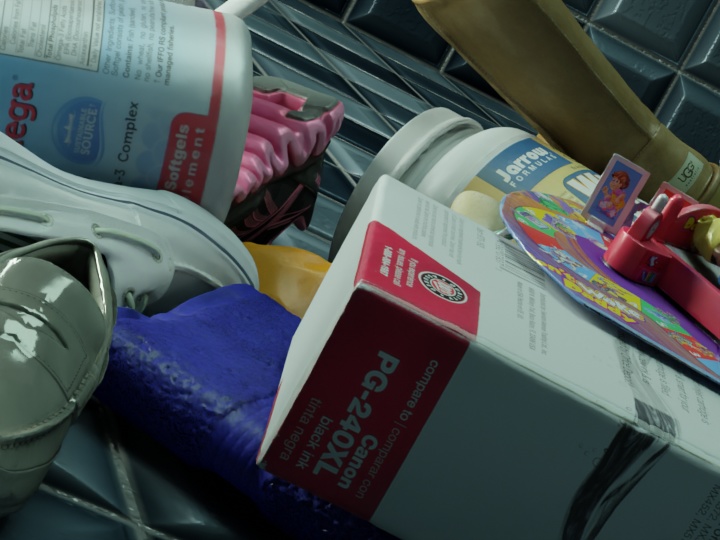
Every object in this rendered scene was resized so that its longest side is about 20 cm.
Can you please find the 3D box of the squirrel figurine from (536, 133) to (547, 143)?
[{"bbox_3d":[0.148,0.017,1.442,0.187,0.142,0.200,41,21,6],"label":"squirrel figurine"}]

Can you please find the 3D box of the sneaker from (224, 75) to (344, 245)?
[{"bbox_3d":[-0.077,-0.029,1.128,0.079,0.096,0.200,25,32,25],"label":"sneaker"}]

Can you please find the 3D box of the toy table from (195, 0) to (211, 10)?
[{"bbox_3d":[-0.182,-0.160,1.278,0.200,0.184,0.117,29,22,-55],"label":"toy table"}]

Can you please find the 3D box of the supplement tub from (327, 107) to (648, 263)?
[{"bbox_3d":[0.096,0.012,1.197,0.200,0.145,0.145,33,11,21],"label":"supplement tub"}]

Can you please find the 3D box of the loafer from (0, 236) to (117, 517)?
[{"bbox_3d":[-0.120,0.028,0.728,0.070,0.070,0.200,28,10,-6],"label":"loafer"}]

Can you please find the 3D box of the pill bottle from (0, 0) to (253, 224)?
[{"bbox_3d":[-0.155,-0.078,0.986,0.199,0.109,0.109,9,14,-13],"label":"pill bottle"}]

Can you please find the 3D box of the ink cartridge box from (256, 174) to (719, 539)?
[{"bbox_3d":[0.074,0.060,0.819,0.200,0.084,0.145,28,16,-4],"label":"ink cartridge box"}]

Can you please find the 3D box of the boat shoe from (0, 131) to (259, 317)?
[{"bbox_3d":[-0.122,0.000,0.927,0.200,0.074,0.067,22,39,-38],"label":"boat shoe"}]

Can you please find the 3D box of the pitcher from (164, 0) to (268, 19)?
[{"bbox_3d":[-0.121,-0.131,1.154,0.171,0.200,0.121,19,13,-45],"label":"pitcher"}]

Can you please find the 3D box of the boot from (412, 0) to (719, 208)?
[{"bbox_3d":[0.104,-0.097,1.258,0.200,0.066,0.175,43,-25,-17],"label":"boot"}]

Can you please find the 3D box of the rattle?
[{"bbox_3d":[0.000,0.000,0.992,0.143,0.130,0.200,39,0,4],"label":"rattle"}]

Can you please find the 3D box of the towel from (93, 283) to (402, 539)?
[{"bbox_3d":[-0.009,0.079,0.866,0.200,0.050,0.148,33,18,19],"label":"towel"}]

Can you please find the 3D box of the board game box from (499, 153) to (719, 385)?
[{"bbox_3d":[0.151,0.008,0.879,0.200,0.039,0.158,30,16,0],"label":"board game box"}]
